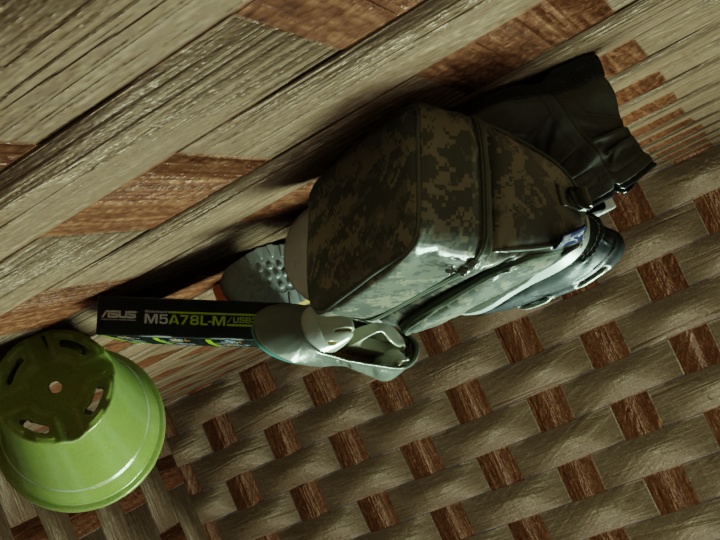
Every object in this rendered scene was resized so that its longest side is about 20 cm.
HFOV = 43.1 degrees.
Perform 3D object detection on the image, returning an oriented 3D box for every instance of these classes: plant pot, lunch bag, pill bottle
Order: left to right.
[{"bbox_3d":[-0.323,0.151,1.009,0.200,0.200,0.190,-23,161,-17],"label":"plant pot"},{"bbox_3d":[0.000,0.000,0.994,0.113,0.113,0.200,-25,163,9],"label":"pill bottle"},{"bbox_3d":[0.068,-0.033,0.756,0.168,0.139,0.200,9,154,-28],"label":"lunch bag"}]

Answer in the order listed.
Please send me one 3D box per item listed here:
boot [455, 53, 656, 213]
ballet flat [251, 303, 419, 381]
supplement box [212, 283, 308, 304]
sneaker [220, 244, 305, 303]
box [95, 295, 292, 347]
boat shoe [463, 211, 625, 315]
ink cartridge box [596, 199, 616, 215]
[{"bbox_3d":[0.157,-0.099,0.806,0.200,0.131,0.068,-24,174,-7],"label":"boot"},{"bbox_3d":[-0.017,0.063,0.903,0.064,0.067,0.200,-33,145,32],"label":"ballet flat"},{"bbox_3d":[-0.094,0.018,1.209,0.200,0.069,0.067,-23,178,-45],"label":"supplement box"},{"bbox_3d":[-0.091,0.005,1.084,0.200,0.076,0.080,-17,-179,-44],"label":"sneaker"},{"bbox_3d":[-0.169,0.059,0.992,0.193,0.048,0.200,4,173,-2],"label":"box"},{"bbox_3d":[0.152,0.004,0.830,0.060,0.076,0.200,20,157,-24],"label":"boat shoe"},{"bbox_3d":[0.289,-0.120,1.278,0.067,0.117,0.200,-28,175,33],"label":"ink cartridge box"}]
